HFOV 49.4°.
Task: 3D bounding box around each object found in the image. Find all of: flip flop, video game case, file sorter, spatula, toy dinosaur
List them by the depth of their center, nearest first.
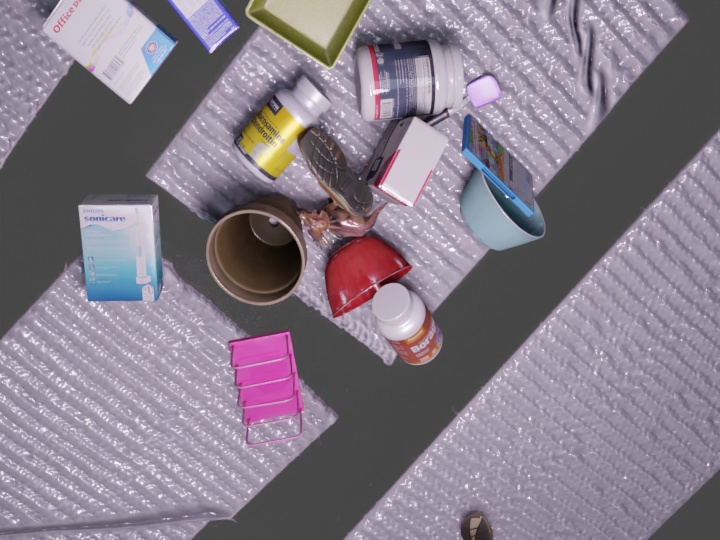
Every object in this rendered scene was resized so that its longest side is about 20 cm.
[{"bbox_3d":[0.281,-0.214,1.593,0.199,0.145,0.018,40,125,-19],"label":"video game case"},{"bbox_3d":[-0.035,-0.096,1.596,0.195,0.136,0.088,-3,111,-7],"label":"toy dinosaur"},{"bbox_3d":[0.192,-0.332,1.600,0.197,0.021,0.057,-29,113,4],"label":"spatula"},{"bbox_3d":[-0.203,0.260,1.710,0.135,0.126,0.205,-10,111,-3],"label":"file sorter"},{"bbox_3d":[0.305,0.666,1.965,0.079,0.058,0.202,-5,130,25],"label":"flip flop"}]

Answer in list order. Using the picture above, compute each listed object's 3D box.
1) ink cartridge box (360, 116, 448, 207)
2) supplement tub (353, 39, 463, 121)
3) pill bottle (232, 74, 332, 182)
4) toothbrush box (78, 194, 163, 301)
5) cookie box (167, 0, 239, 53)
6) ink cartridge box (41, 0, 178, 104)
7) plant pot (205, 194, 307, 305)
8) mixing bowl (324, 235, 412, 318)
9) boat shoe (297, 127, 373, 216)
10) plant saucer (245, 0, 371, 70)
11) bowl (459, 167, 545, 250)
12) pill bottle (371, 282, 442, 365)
[{"bbox_3d":[0.080,-0.210,1.522,0.083,0.200,0.147,28,92,-13],"label":"ink cartridge box"},{"bbox_3d":[0.090,-0.367,1.510,0.195,0.141,0.144,-7,111,-5],"label":"supplement tub"},{"bbox_3d":[-0.149,-0.279,1.526,0.112,0.112,0.200,40,101,-19],"label":"pill bottle"},{"bbox_3d":[-0.480,-0.047,1.582,0.142,0.086,0.205,-1,111,-6],"label":"toothbrush box"},{"bbox_3d":[-0.306,-0.496,1.396,0.075,0.172,0.201,-38,110,4],"label":"cookie box"},{"bbox_3d":[-0.458,-0.434,1.443,0.199,0.085,0.145,39,101,-20],"label":"ink cartridge box"},{"bbox_3d":[-0.189,-0.061,1.556,0.195,0.174,0.204,3,118,7],"label":"plant pot"},{"bbox_3d":[0.000,0.000,1.626,0.198,0.200,0.110,-32,82,5],"label":"mixing bowl"},{"bbox_3d":[-0.058,-0.184,1.517,0.076,0.073,0.201,-46,114,-18],"label":"boat shoe"},{"bbox_3d":[-0.089,-0.520,1.480,0.197,0.048,0.202,29,104,-16],"label":"plant saucer"},{"bbox_3d":[0.278,-0.122,1.613,0.200,0.203,0.105,40,122,-19],"label":"bowl"},{"bbox_3d":[0.097,0.112,1.660,0.111,0.113,0.200,-32,143,5],"label":"pill bottle"}]
